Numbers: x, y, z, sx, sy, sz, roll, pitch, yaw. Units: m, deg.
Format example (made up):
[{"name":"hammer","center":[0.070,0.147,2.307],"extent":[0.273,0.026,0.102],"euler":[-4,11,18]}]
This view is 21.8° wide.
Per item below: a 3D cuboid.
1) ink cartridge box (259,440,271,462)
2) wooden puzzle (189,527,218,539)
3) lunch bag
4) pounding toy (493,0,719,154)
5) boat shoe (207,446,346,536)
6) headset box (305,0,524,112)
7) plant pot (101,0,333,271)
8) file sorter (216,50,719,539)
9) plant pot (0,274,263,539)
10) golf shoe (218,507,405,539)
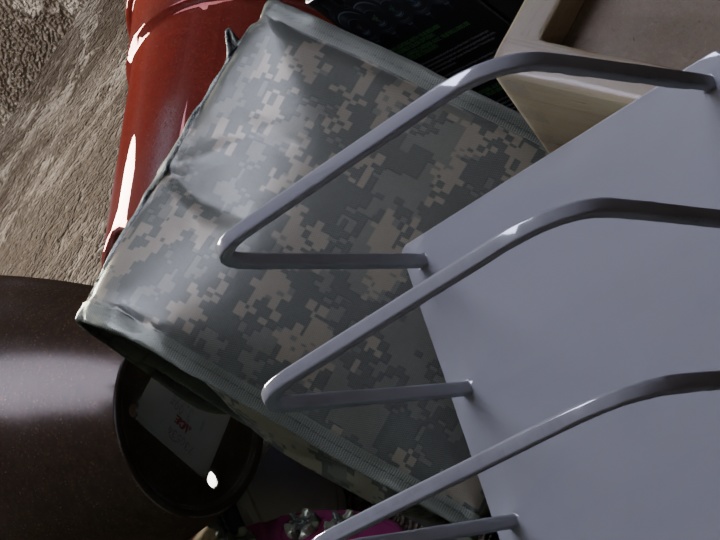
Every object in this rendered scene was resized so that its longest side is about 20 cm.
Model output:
[{"name":"ink cartridge box","center":[-0.009,0.006,0.918],"extent":[0.201,0.039,0.099],"euler":[-58,29,8]},{"name":"wooden puzzle","center":[-0.143,0.197,1.017],"extent":[0.186,0.046,0.200],"euler":[-49,7,18]},{"name":"lunch bag","center":[0.000,0.000,0.788],"extent":[0.165,0.199,0.118],"euler":[-59,-7,-10]},{"name":"pounding toy","center":[0.157,-0.098,0.666],"extent":[0.199,0.142,0.185],"euler":[18,72,38]},{"name":"boat shoe","center":[-0.061,0.104,0.970],"extent":[0.062,0.074,0.200],"euler":[-53,29,16]},{"name":"headset box","center":[0.094,-0.146,0.822],"extent":[0.093,0.199,0.175],"euler":[-18,42,60]},{"name":"plant pot","center":[-0.062,-0.066,1.110],"extent":[0.200,0.200,0.197],"euler":[-35,36,46]},{"name":"file sorter","center":[0.059,0.054,0.530],"extent":[0.138,0.124,0.202],"euler":[-31,69,37]},{"name":"plant pot","center":[-0.147,0.079,0.897],"extent":[0.199,0.187,0.188],"euler":[-13,43,41]},{"name":"golf shoe","center":[-0.053,0.174,0.863],"extent":[0.198,0.092,0.076],"euler":[-22,32,19]}]
